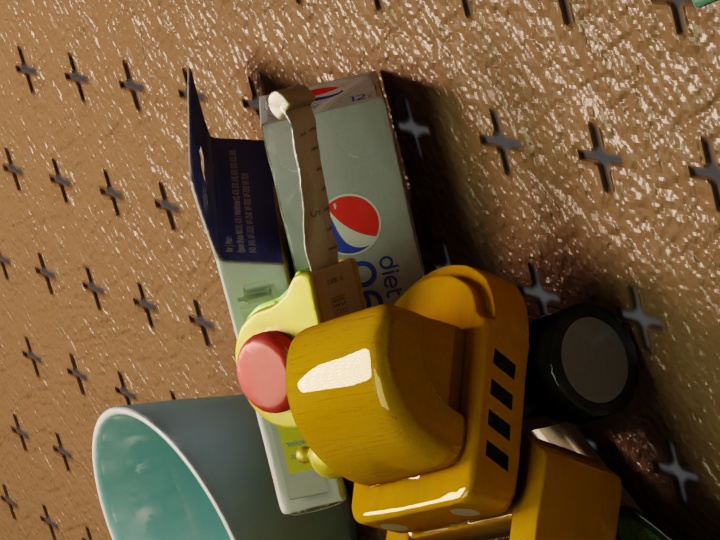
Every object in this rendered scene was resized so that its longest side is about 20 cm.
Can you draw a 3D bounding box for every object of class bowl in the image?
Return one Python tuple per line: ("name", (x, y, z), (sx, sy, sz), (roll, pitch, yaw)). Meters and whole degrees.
("bowl", (-0.075, 0.159, 1.575), (0.201, 0.105, 0.201), (43, 145, 39))

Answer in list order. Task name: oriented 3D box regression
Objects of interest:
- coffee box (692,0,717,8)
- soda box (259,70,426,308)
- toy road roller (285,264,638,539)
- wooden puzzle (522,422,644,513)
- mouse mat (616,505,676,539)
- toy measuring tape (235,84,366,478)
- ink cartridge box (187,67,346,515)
("coffee box", (0.169, -0.182, 0.919), (0.200, 0.044, 0.123), (-25, 89, 63))
("soda box", (0.000, 0.000, 1.324), (0.063, 0.068, 0.200), (-100, -4, -72))
("toy road roller", (0.037, 0.096, 1.199), (0.123, 0.146, 0.200), (-20, 58, 53))
("wooden puzzle", (0.109, 0.166, 1.321), (0.200, 0.037, 0.185), (48, 148, 31))
("mouse mat", (0.162, 0.216, 1.246), (0.161, 0.008, 0.200), (39, 144, 14))
("toy measuring tape", (-0.037, 0.009, 1.261), (0.074, 0.073, 0.200), (0, 102, 61))
("ink cartridge box", (-0.054, 0.004, 1.390), (0.198, 0.047, 0.200), (-101, 0, -67))
